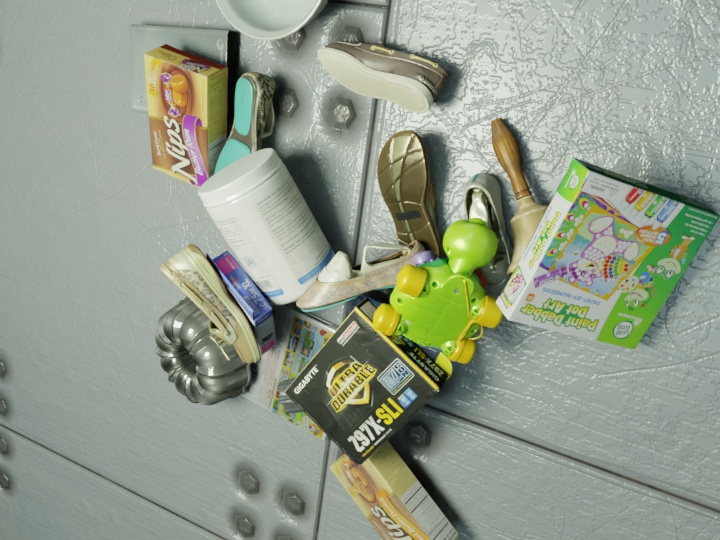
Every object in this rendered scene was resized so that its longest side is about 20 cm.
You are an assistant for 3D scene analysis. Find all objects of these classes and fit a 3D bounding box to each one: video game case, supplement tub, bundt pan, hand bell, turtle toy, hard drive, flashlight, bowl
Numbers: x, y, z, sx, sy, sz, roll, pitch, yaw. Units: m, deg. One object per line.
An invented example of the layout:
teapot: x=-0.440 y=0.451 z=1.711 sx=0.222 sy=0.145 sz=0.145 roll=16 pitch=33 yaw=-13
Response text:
video game case: x=-0.110 y=0.162 z=1.121 sx=0.181 sy=0.023 sz=0.201 roll=23 pitch=112 yaw=20
supplement tub: x=-0.133 y=-0.062 z=0.980 sx=0.131 sy=0.132 sz=0.201 roll=-14 pitch=117 yaw=29
bundt pan: x=-0.281 y=0.145 z=1.144 sx=0.201 sy=0.076 sz=0.203 roll=19 pitch=121 yaw=34
hand bell: x=0.211 y=-0.105 z=0.866 sx=0.104 sy=0.104 sz=0.201 roll=-21 pitch=80 yaw=30
turtle toy: x=0.111 y=0.022 z=0.862 sx=0.145 sy=0.101 sz=0.200 roll=22 pitch=128 yaw=-8
hard drive: x=-0.287 y=-0.320 z=1.079 sx=0.199 sy=0.033 sz=0.140 roll=12 pitch=108 yaw=24
flashlight: x=-0.033 y=0.180 z=1.041 sx=0.199 sy=0.068 sz=0.068 roll=-11 pitch=79 yaw=17
bowl: x=-0.106 y=-0.424 z=0.927 sx=0.200 sy=0.090 sz=0.202 roll=7 pitch=106 yaw=26

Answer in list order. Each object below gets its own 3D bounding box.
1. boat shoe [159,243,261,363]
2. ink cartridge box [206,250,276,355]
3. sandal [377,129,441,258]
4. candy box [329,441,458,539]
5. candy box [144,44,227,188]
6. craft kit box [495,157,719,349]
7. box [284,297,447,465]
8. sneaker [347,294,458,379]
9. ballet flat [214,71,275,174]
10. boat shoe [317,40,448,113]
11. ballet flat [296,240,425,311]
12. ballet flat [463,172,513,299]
boat shoe: x=-0.213 y=0.059 z=0.963 sx=0.201 sy=0.063 sz=0.073 roll=60 pitch=162 yaw=-16
ink cartridge box: x=-0.180 y=0.048 z=1.025 sx=0.119 sy=0.042 sz=0.200 roll=50 pitch=163 yaw=16
sandal: x=0.077 y=-0.102 z=0.944 sx=0.080 sy=0.054 sz=0.201 roll=0 pitch=117 yaw=33
candy box: x=0.050 y=0.363 z=1.055 sx=0.200 sy=0.055 sz=0.115 roll=51 pitch=140 yaw=6
candy box: x=-0.271 y=-0.235 z=1.043 sx=0.116 sy=0.056 sz=0.201 roll=24 pitch=130 yaw=15
craft kit box: x=0.292 y=-0.012 z=0.793 sx=0.199 sy=0.049 sz=0.198 roll=13 pitch=118 yaw=-20
box: x=0.004 y=0.163 z=0.952 sx=0.160 sy=0.049 sz=0.200 roll=43 pitch=121 yaw=5
sneaker: x=0.068 y=0.089 z=0.986 sx=0.200 sy=0.082 sz=0.074 roll=29 pitch=136 yaw=27
ballet flat: x=-0.169 y=-0.205 z=1.024 sx=0.068 sy=0.075 sz=0.201 roll=34 pitch=119 yaw=28
boat shoe: x=0.028 y=-0.278 z=0.914 sx=0.200 sy=0.072 sz=0.060 roll=29 pitch=74 yaw=31
ballet flat: x=0.000 y=0.000 z=0.936 sx=0.199 sy=0.068 sz=0.068 roll=-16 pitch=110 yaw=-4
ballet flat: x=0.173 y=-0.031 z=0.902 sx=0.069 sy=0.069 sz=0.201 roll=-9 pitch=99 yaw=28
